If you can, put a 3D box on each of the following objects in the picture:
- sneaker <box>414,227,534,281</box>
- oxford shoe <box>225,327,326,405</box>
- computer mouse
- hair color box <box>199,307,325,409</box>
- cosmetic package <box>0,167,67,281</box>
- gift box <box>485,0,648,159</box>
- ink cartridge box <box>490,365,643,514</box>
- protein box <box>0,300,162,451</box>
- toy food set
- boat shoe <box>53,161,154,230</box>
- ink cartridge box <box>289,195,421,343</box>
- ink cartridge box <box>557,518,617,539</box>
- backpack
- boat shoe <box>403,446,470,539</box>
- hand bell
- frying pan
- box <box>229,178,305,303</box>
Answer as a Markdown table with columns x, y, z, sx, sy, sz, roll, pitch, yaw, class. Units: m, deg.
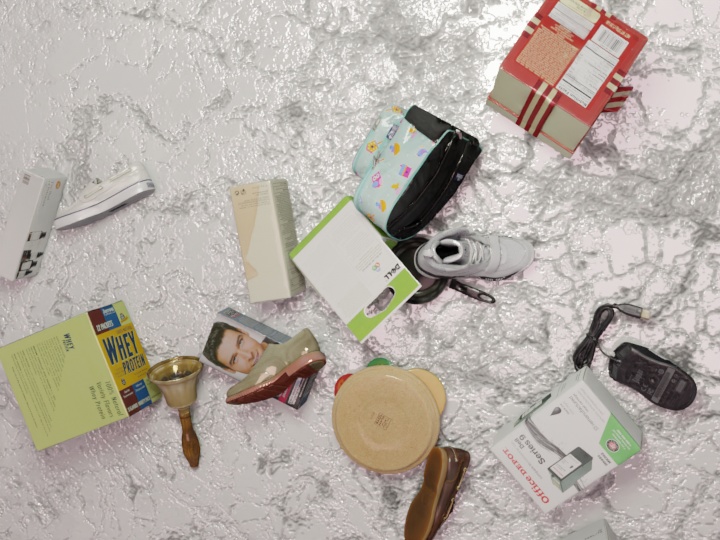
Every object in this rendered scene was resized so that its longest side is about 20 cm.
| x | y | z | sx | sy | sz | roll | pitch | yaw | class |
| --- | --- | --- | --- | --- | --- | --- | --- | --- | --- |
| 0.187 | -0.025 | 1.411 | 0.198 | 0.115 | 0.076 | -2 | 83 | 1 | sneaker |
| -0.150 | 0.168 | 1.501 | 0.199 | 0.071 | 0.074 | -29 | 66 | 15 | oxford shoe |
| 0.456 | 0.130 | 1.424 | 0.199 | 0.046 | 0.141 | 22 | 110 | 20 | computer mouse |
| -0.174 | 0.154 | 1.559 | 0.199 | 0.061 | 0.100 | 25 | 102 | 9 | hair color box |
| -0.603 | -0.085 | 1.612 | 0.050 | 0.083 | 0.201 | 23 | 102 | 6 | cosmetic package |
| 0.318 | -0.299 | 1.328 | 0.184 | 0.187 | 0.200 | 39 | 84 | 7 | gift box |
| 0.335 | 0.278 | 1.439 | 0.200 | 0.084 | 0.146 | -42 | 86 | 22 | ink cartridge box |
| -0.506 | 0.188 | 1.599 | 0.199 | 0.135 | 0.200 | -21 | 92 | 15 | protein box |
| 0.042 | 0.254 | 1.531 | 0.196 | 0.049 | 0.202 | 12 | 101 | 11 | toy food set |
| -0.467 | -0.134 | 1.581 | 0.199 | 0.072 | 0.066 | -24 | 88 | 14 | boat shoe |
| 0.000 | 0.000 | 1.468 | 0.148 | 0.076 | 0.200 | -44 | 73 | 15 | ink cartridge box |
| 0.389 | 0.547 | 1.443 | 0.146 | 0.146 | 0.201 | -31 | 90 | 14 | ink cartridge box |
| 0.075 | -0.155 | 1.405 | 0.153 | 0.175 | 0.201 | 32 | 102 | 23 | backpack |
| 0.135 | 0.397 | 1.521 | 0.070 | 0.070 | 0.201 | 9 | 110 | -29 | boat shoe |
| -0.319 | 0.269 | 1.606 | 0.103 | 0.104 | 0.202 | -3 | 108 | 13 | hand bell |
| 0.132 | -0.001 | 1.484 | 0.188 | 0.031 | 0.116 | -1 | 96 | 10 | frying pan |
| -0.157 | -0.052 | 1.511 | 0.077 | 0.095 | 0.202 | -8 | 95 | 14 | box |
